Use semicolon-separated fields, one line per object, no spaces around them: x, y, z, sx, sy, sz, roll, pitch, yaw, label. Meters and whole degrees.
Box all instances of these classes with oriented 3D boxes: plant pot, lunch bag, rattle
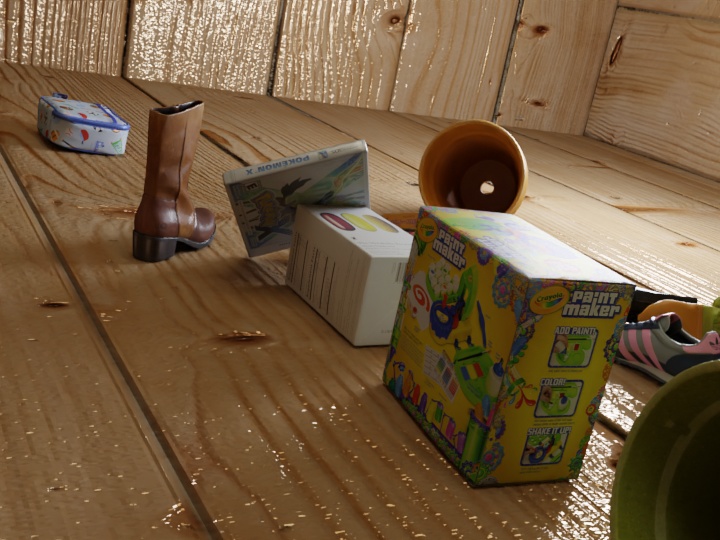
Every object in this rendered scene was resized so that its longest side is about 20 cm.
0.314;0.186;0.607;0.182;0.203;0.201;18;15;-19;plant pot
0.227;-0.166;1.619;0.197;0.204;0.183;18;2;19;plant pot
-0.532;-0.282;1.641;0.158;0.077;0.200;3;21;-32;lunch bag
0.475;0.058;1.182;0.141;0.132;0.200;-10;22;28;rattle

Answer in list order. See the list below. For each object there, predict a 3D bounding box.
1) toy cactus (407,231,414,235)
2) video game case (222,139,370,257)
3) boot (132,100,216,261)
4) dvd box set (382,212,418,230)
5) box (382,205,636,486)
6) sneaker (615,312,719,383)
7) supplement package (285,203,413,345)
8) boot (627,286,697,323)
0.151;-0.010;1.242;0.162;0.104;0.200;15;8;-18;toy cactus
-0.076;-0.088;1.117;0.179;0.201;0.022;-14;64;-4;video game case
-0.241;-0.130;1.150;0.068;0.203;0.188;18;19;22;boot
0.144;-0.078;1.419;0.144;0.030;0.199;3;1;-28;dvd box set
0.129;0.064;0.812;0.120;0.196;0.200;3;20;-25;box
0.369;0.085;1.082;0.069;0.084;0.199;-3;19;-39;sneaker
0.000;0.000;1.059;0.112;0.111;0.200;0;21;-32;supplement package
0.359;0.046;1.217;0.197;0.067;0.164;7;1;-32;boot
